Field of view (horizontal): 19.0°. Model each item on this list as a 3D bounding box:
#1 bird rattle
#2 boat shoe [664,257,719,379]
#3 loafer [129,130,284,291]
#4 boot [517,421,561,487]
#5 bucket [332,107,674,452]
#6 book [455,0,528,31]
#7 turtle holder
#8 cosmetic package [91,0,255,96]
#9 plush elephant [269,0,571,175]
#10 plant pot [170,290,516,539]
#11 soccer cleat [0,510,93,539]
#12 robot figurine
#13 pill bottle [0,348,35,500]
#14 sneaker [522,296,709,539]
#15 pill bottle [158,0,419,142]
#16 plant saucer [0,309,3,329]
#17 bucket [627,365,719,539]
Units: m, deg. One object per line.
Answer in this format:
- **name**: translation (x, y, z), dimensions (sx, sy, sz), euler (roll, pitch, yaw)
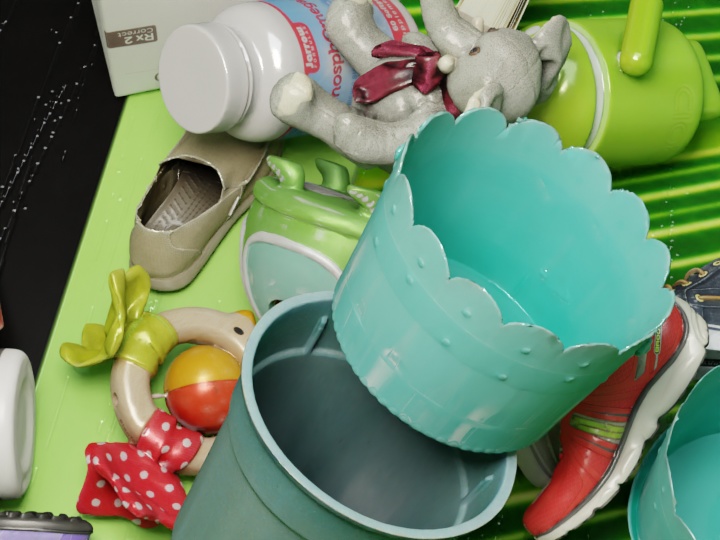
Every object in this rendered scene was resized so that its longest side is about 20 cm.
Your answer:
- **bird rattle**: translation (-0.134, 0.094, 1.581), dimensions (0.163, 0.113, 0.200), euler (-6, 62, -22)
- **boat shoe**: translation (0.249, 0.031, 1.632), dimensions (0.200, 0.071, 0.091), euler (8, 58, -2)
- **loafer**: translation (-0.118, -0.075, 1.690), dimensions (0.076, 0.068, 0.200), euler (21, 62, 12)
- **boot**: translation (0.147, 0.055, 1.556), dimensions (0.095, 0.074, 0.201), euler (-11, 95, 29)
- **bucket**: translation (0.089, 0.010, 1.413), dimensions (0.207, 0.135, 0.207), euler (19, 43, -19)
- **book**: translation (0.104, -0.217, 1.711), dimensions (0.048, 0.134, 0.200), euler (30, 51, -3)
- **turtle holder**: translation (-0.002, -0.002, 1.612), dimensions (0.185, 0.141, 0.132), euler (17, 97, 1)
- **cosmetic package**: translation (-0.143, -0.274, 1.729), dimensions (0.164, 0.200, 0.165), euler (-12, 60, -6)
- **plush elephant**: translation (0.060, -0.136, 1.542), dimensions (0.200, 0.155, 0.165), euler (45, 39, -3)
- **plant pot**: translation (-0.026, 0.153, 1.462), dimensions (0.200, 0.196, 0.201), euler (18, 42, -17)
- **soccer cleat**: translation (-0.290, 0.211, 1.538), dimensions (0.199, 0.068, 0.073), euler (-4, 84, -7)
- **robot figurine**: translation (0.185, -0.138, 1.677), dimensions (0.200, 0.175, 0.116), euler (-5, 71, -32)
- **pill bottle**: translation (-0.342, 0.111, 1.560), dimensions (0.199, 0.111, 0.112), euler (0, 60, 1)
- **sneaker**: translation (0.164, 0.098, 1.521), dimensions (0.085, 0.077, 0.200), euler (31, 98, -4)
- **pill bottle**: translation (-0.054, -0.158, 1.669), dimensions (0.200, 0.109, 0.109), euler (-13, 55, -43)
- **plant saucer**: translation (-0.370, 0.020, 1.588), dimensions (0.199, 0.037, 0.200), euler (-14, 22, -8)
- **bucket**: translation (0.290, 0.165, 1.497), dimensions (0.207, 0.135, 0.208), euler (4, 61, -8)
